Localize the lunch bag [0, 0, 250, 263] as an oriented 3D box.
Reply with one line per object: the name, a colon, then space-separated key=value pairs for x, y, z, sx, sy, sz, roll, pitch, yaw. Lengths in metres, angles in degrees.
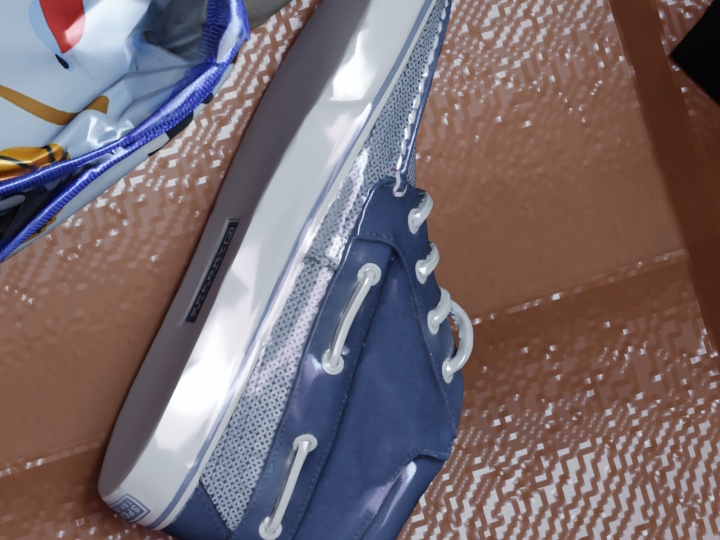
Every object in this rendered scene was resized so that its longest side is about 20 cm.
lunch bag: x=-0.140 y=-0.054 z=0.811 sx=0.199 sy=0.170 sz=0.124 roll=-6 pitch=91 yaw=-13

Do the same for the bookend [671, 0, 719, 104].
bookend: x=0.221 y=-0.043 z=0.873 sx=0.199 sy=0.200 sz=0.092 roll=43 pitch=80 yaw=-6

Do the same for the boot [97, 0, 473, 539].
boot: x=0.000 y=0.000 z=0.896 sx=0.090 sy=0.073 sz=0.200 roll=26 pitch=90 yaw=-16

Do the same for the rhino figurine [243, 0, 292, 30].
rhino figurine: x=-0.001 y=-0.153 z=0.903 sx=0.200 sy=0.060 sz=0.088 roll=-40 pitch=109 yaw=-13
